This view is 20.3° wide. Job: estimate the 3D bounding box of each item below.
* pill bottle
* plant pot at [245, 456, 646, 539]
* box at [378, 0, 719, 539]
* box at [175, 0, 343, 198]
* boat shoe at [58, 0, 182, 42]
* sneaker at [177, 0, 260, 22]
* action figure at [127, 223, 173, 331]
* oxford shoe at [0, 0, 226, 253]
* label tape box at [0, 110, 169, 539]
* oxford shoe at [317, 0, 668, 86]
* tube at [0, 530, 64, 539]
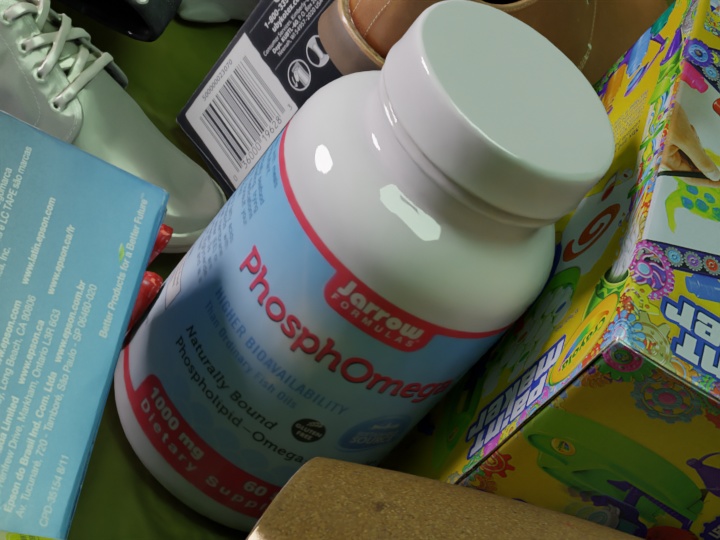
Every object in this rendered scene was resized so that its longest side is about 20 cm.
[{"bbox_3d":[0.000,0.000,0.731,0.109,0.200,0.109,24,38,-21],"label":"pill bottle"},{"bbox_3d":[0.046,0.152,0.659,0.200,0.187,0.186,30,34,10],"label":"plant pot"},{"bbox_3d":[0.108,0.033,0.766,0.122,0.200,0.193,30,49,-11],"label":"box"},{"bbox_3d":[0.037,-0.078,0.915,0.200,0.122,0.106,-14,63,-49],"label":"box"},{"bbox_3d":[-0.166,-0.152,0.860,0.199,0.070,0.066,23,67,-16],"label":"boat shoe"},{"bbox_3d":[-0.049,-0.165,0.962,0.199,0.083,0.081,14,43,-31],"label":"sneaker"},{"bbox_3d":[-0.167,-0.041,0.749,0.200,0.052,0.066,33,32,-17],"label":"action figure"},{"bbox_3d":[-0.134,-0.080,0.816,0.200,0.058,0.075,39,33,-6],"label":"oxford shoe"},{"bbox_3d":[-0.177,0.002,0.650,0.200,0.063,0.145,27,56,-20],"label":"label tape box"},{"bbox_3d":[0.075,-0.108,0.819,0.200,0.071,0.071,-11,61,-49],"label":"oxford shoe"},{"bbox_3d":[-0.149,0.091,0.577,0.199,0.052,0.058,10,66,-13],"label":"tube"}]
